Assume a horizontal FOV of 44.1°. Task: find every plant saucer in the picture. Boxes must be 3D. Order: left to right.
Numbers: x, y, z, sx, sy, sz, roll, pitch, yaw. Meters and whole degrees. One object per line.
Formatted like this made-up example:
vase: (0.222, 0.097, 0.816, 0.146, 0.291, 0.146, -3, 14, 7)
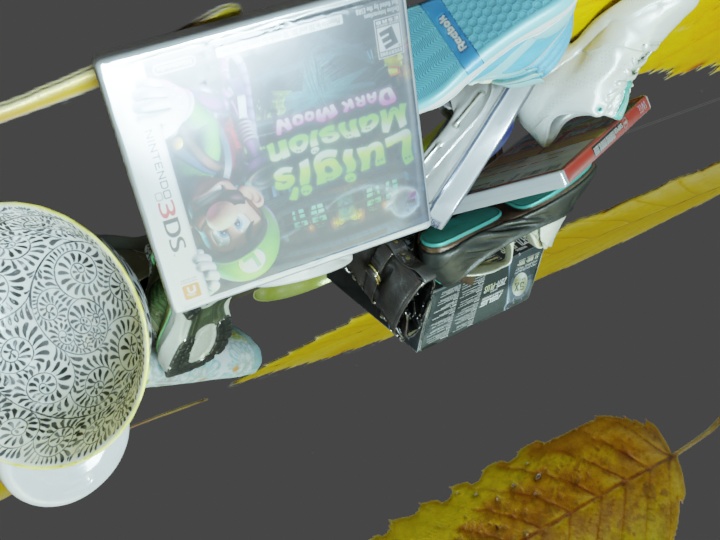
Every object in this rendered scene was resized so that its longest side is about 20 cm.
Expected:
plant saucer: (-0.051, -0.017, 1.142, 0.199, 0.031, 0.200, -24, 169, -5)

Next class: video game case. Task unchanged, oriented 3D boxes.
video game case: (-0.053, -0.079, 0.587, 0.199, 0.023, 0.183, -19, 124, -14)
video game case: (0.187, -0.116, 0.887, 0.142, 0.018, 0.200, -12, -160, 46)

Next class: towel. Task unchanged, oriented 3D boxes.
towel: (-0.216, 0.061, 0.840, 0.199, 0.049, 0.171, 19, -170, 27)

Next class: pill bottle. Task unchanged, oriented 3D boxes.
pill bottle: (-0.312, 0.123, 0.823, 0.119, 0.121, 0.199, -15, -156, -39)

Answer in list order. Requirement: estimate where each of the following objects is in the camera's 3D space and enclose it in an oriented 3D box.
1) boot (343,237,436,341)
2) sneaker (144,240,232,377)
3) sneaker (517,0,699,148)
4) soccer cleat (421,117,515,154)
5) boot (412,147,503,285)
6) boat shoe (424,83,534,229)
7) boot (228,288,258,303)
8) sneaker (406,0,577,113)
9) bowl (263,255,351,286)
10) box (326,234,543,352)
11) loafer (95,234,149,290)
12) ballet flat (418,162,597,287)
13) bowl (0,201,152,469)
boot: (0.000, 0.000, 0.911, 0.069, 0.175, 0.200, -28, 162, -23)
sneaker: (-0.140, -0.003, 0.685, 0.077, 0.089, 0.201, -27, 152, -42)
sneaker: (0.236, -0.188, 0.832, 0.199, 0.089, 0.075, -32, 166, 34)
soccer cleat: (0.093, -0.123, 0.900, 0.084, 0.065, 0.200, -49, -172, -29)
boot: (0.109, -0.079, 0.969, 0.075, 0.201, 0.074, 16, 143, 4)
boat shoe: (0.097, -0.135, 0.767, 0.201, 0.065, 0.074, -57, 176, -6)
boot: (-0.162, 0.026, 1.000, 0.199, 0.075, 0.097, -32, 163, 25)
sneaker: (0.080, -0.159, 0.677, 0.199, 0.080, 0.130, -26, 167, 12)
bowl: (-0.061, -0.043, 0.756, 0.199, 0.095, 0.201, -14, 172, -2)
box: (0.088, -0.013, 1.044, 0.199, 0.163, 0.087, -22, 136, -38)
loafer: (-0.204, 0.007, 0.840, 0.075, 0.070, 0.199, -33, 166, 35)
ballet flat: (0.149, -0.045, 0.882, 0.199, 0.069, 0.068, -27, -151, -6)
bowl: (-0.236, 0.041, 0.688, 0.200, 0.202, 0.094, -28, -175, 17)
